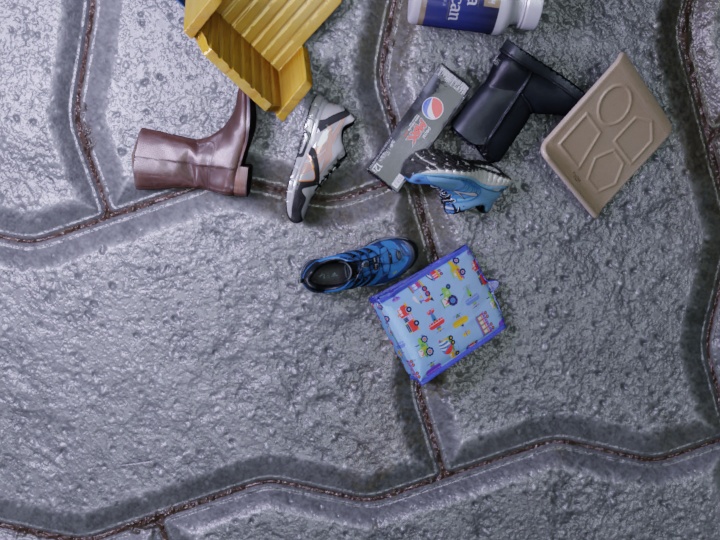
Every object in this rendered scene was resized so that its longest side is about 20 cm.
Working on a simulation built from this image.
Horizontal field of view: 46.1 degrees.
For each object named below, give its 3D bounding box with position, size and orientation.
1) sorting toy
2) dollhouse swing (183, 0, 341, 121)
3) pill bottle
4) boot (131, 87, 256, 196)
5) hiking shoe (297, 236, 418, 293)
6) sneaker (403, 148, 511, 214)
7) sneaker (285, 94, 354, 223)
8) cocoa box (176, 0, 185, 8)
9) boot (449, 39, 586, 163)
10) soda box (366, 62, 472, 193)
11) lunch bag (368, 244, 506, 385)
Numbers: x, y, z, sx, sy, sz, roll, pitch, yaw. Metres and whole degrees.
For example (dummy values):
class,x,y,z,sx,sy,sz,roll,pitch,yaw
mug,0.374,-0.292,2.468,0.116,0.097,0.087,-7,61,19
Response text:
class,x,y,z,sx,sy,sz,roll,pitch,yaw
sorting toy,0.384,-0.209,1.325,0.201,0.036,0.185,-50,126,2
dollhouse swing,-0.122,-0.371,1.225,0.175,0.183,0.200,-34,128,21
pill bottle,0.175,-0.420,1.286,0.196,0.111,0.113,6,97,-2
boot,-0.266,-0.213,1.329,0.196,0.064,0.190,6,94,2
hiking shoe,0.000,0.000,1.343,0.197,0.087,0.076,-17,97,0
sneaker,0.147,-0.126,1.308,0.197,0.078,0.091,8,116,-35
sneaker,-0.065,-0.168,1.330,0.079,0.074,0.203,17,96,-5
cocoa box,-0.300,-0.511,1.252,0.199,0.133,0.132,41,95,-6
boot,0.255,-0.243,1.331,0.198,0.077,0.169,24,112,-23
soda box,0.091,-0.220,1.327,0.063,0.071,0.201,36,94,0
lunch bag,0.137,0.064,1.362,0.198,0.094,0.152,-29,94,-7
